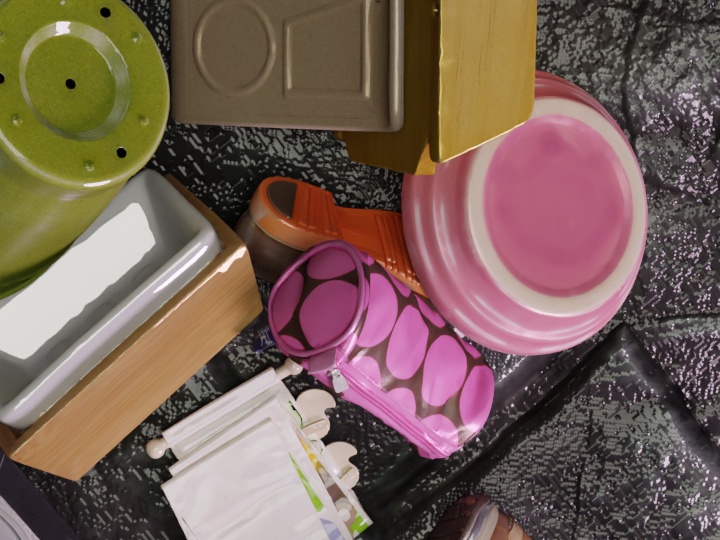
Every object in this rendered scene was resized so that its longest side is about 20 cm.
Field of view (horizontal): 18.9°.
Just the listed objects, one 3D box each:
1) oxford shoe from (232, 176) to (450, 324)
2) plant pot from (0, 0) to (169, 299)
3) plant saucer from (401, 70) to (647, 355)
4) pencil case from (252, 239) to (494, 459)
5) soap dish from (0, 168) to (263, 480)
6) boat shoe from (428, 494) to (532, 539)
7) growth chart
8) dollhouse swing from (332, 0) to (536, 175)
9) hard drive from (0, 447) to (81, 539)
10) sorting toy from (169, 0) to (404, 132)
[{"bbox_3d":[0.000,0.000,1.507,0.200,0.071,0.073,24,124,-21],"label":"oxford shoe"},{"bbox_3d":[-0.217,-0.092,1.331,0.200,0.193,0.201,9,74,-34],"label":"plant pot"},{"bbox_3d":[0.124,-0.042,1.495,0.200,0.051,0.201,2,85,-29],"label":"plant saucer"},{"bbox_3d":[0.016,0.061,1.448,0.091,0.094,0.200,-30,143,20],"label":"pencil case"},{"bbox_3d":[-0.166,0.036,1.422,0.200,0.157,0.081,-43,121,-4],"label":"soap dish"},{"bbox_3d":[0.058,0.259,1.540,0.072,0.076,0.200,32,91,-17],"label":"boat shoe"},{"bbox_3d":[-0.063,0.173,1.528,0.145,0.018,0.200,-22,102,-10],"label":"growth chart"},{"bbox_3d":[0.094,-0.161,1.431,0.176,0.200,0.182,-3,98,-21],"label":"dollhouse swing"},{"bbox_3d":[-0.256,0.191,1.418,0.140,0.038,0.200,-20,124,24],"label":"hard drive"},{"bbox_3d":[-0.047,-0.186,1.415,0.036,0.200,0.185,-9,102,-53],"label":"sorting toy"}]
